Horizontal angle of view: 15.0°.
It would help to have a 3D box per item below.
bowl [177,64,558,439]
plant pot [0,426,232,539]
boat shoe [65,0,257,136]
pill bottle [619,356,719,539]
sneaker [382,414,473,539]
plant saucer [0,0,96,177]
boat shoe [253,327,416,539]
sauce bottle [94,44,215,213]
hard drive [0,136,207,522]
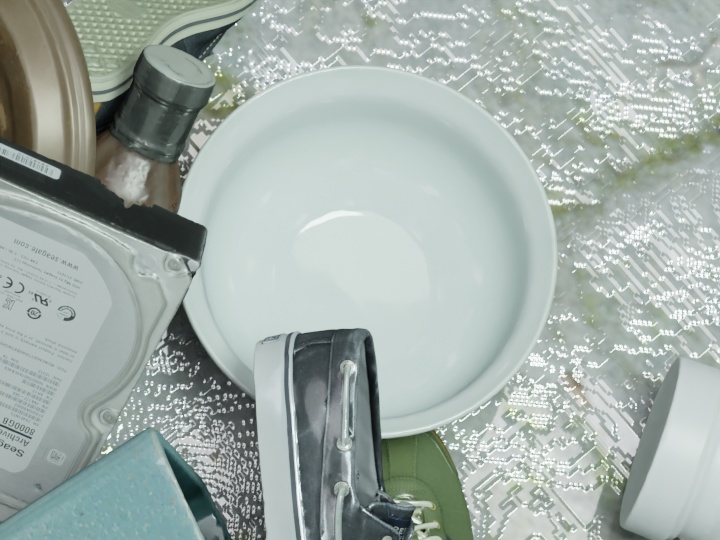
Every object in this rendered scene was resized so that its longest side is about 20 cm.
[{"bbox_3d":[0.000,0.000,1.442,0.200,0.090,0.203,1,74,-4],"label":"bowl"},{"bbox_3d":[-0.134,0.219,1.322,0.199,0.196,0.197,-26,77,-1],"label":"plant pot"},{"bbox_3d":[-0.117,-0.124,1.457,0.074,0.062,0.200,30,38,10],"label":"boat shoe"},{"bbox_3d":[0.243,0.120,1.416,0.199,0.116,0.117,19,73,1],"label":"pill bottle"},{"bbox_3d":[0.032,0.165,1.397,0.067,0.090,0.202,-3,74,-5],"label":"sneaker"},{"bbox_3d":[-0.207,-0.070,1.400,0.029,0.200,0.201,-7,70,-44],"label":"plant saucer"},{"bbox_3d":[-0.006,0.128,1.336,0.067,0.072,0.202,-8,84,14],"label":"boat shoe"},{"bbox_3d":[-0.130,-0.020,1.396,0.064,0.065,0.201,31,113,4],"label":"sauce bottle"},{"bbox_3d":[-0.177,0.034,1.360,0.139,0.200,0.038,24,34,-11],"label":"hard drive"}]
